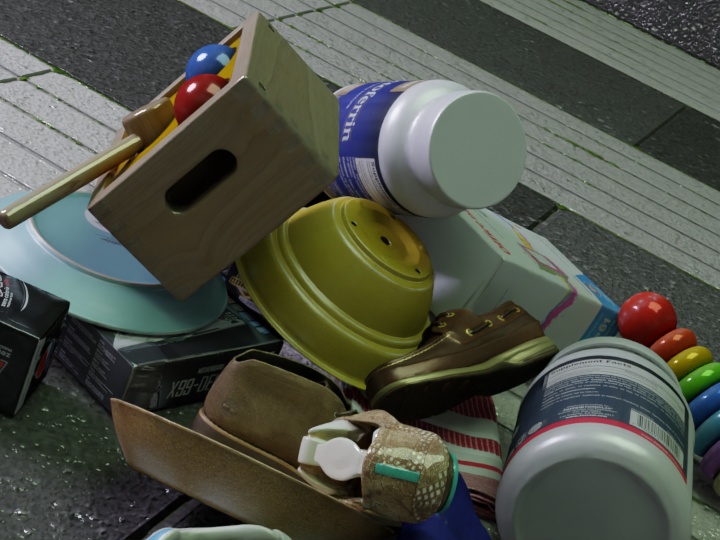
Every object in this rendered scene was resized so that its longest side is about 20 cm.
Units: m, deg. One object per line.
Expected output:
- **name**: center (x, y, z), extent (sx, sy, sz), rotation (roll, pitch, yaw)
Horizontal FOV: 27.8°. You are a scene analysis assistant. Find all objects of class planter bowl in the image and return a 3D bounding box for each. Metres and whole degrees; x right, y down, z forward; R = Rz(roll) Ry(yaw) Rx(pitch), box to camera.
- **planter bowl**: center (0.000, 0.000, 1.202), extent (0.200, 0.084, 0.201), rotation (32, 27, -19)

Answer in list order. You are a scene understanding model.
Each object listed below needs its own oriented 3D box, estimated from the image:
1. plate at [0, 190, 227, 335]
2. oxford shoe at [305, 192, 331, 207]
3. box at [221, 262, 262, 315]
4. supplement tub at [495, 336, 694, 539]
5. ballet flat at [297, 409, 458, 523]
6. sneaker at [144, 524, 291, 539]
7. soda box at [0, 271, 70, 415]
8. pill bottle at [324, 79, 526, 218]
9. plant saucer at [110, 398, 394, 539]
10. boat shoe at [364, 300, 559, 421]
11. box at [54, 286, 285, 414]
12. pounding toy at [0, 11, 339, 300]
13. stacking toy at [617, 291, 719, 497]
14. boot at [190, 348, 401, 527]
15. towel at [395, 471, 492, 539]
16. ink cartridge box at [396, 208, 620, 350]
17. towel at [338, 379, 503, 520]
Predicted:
- **plate**: center (-0.194, -0.017, 1.125), extent (0.199, 0.026, 0.200), rotation (19, 25, -9)
- **oxford shoe**: center (-0.089, -0.082, 1.310), extent (0.199, 0.071, 0.075), rotation (8, 32, -24)
- **box**: center (-0.077, -0.022, 1.339), extent (0.198, 0.050, 0.200), rotation (30, 24, 13)
- **supplement tub**: center (0.182, 0.145, 1.106), extent (0.140, 0.141, 0.200), rotation (25, 24, 4)
- **ballet flat**: center (-0.002, 0.118, 0.918), extent (0.065, 0.071, 0.200), rotation (16, -11, -17)
- **sneaker**: center (-0.048, 0.195, 0.846), extent (0.199, 0.081, 0.077), rotation (11, 46, -31)
- **soda box**: center (-0.310, 0.021, 1.009), extent (0.199, 0.071, 0.063), rotation (23, 25, 0)
- **pill bottle**: center (0.047, -0.104, 1.237), extent (0.115, 0.116, 0.200), rotation (8, 1, -30)
- **plant saucer**: center (-0.076, 0.140, 0.925), extent (0.199, 0.036, 0.200), rotation (25, -11, 5)
- **boat shoe**: center (0.073, 0.069, 1.167), extent (0.200, 0.072, 0.068), rotation (-12, 64, -43)
- **box**: center (-0.182, 0.026, 1.138), extent (0.157, 0.050, 0.200), rotation (-7, 38, -49)
- **pounding toy**: center (-0.135, -0.084, 1.084), extent (0.142, 0.200, 0.184), rotation (47, 17, -20)
- **stacking toy**: center (0.300, 0.102, 1.304), extent (0.085, 0.085, 0.200), rotation (-6, 55, -48)
- **boot**: center (-0.016, 0.123, 1.045), extent (0.199, 0.076, 0.074), rotation (26, 7, -11)
- **towel**: center (0.057, 0.221, 0.890), extent (0.148, 0.049, 0.200), rotation (57, 20, -10)
- **ink cartridge box**: center (0.132, 0.010, 1.352), extent (0.200, 0.085, 0.145), rotation (21, 20, -43)
- **towel**: center (0.049, 0.120, 1.186), extent (0.143, 0.023, 0.200), rotation (20, 24, -9)
